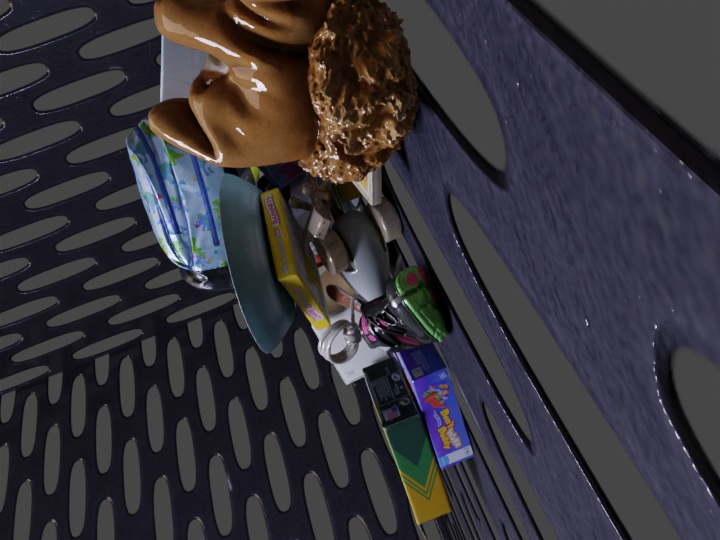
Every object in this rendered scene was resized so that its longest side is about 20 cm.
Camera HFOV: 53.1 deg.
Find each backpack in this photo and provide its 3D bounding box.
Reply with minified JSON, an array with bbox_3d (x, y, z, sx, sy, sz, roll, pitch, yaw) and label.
[{"bbox_3d":[-0.203,-0.095,0.869,0.163,0.151,0.204,-124,35,-65],"label":"backpack"}]

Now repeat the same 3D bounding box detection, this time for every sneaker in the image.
[{"bbox_3d":[-0.133,-0.091,0.983,0.073,0.081,0.201,32,-158,-23],"label":"sneaker"},{"bbox_3d":[0.040,0.053,0.743,0.200,0.082,0.078,79,169,-74],"label":"sneaker"}]

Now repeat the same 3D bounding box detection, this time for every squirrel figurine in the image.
[{"bbox_3d":[-0.036,-0.159,0.476,0.198,0.142,0.188,33,139,8],"label":"squirrel figurine"}]

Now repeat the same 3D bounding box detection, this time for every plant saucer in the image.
[{"bbox_3d":[-0.108,-0.012,0.798,0.200,0.035,0.204,-14,-89,-87],"label":"plant saucer"}]

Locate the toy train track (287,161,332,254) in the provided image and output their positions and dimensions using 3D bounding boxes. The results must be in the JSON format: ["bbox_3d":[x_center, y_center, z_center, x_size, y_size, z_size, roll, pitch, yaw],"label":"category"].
[{"bbox_3d":[-0.062,-0.097,0.808,0.201,0.032,0.116,-106,34,-58],"label":"toy train track"}]

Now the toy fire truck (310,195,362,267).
[{"bbox_3d":[-0.081,-0.048,1.191,0.129,0.197,0.179,-121,11,-72],"label":"toy fire truck"}]

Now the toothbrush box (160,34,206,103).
[{"bbox_3d":[-0.137,-0.243,0.763,0.085,0.144,0.204,168,102,-73],"label":"toothbrush box"}]

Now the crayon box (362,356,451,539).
[{"bbox_3d":[0.064,0.230,0.935,0.127,0.050,0.203,-115,6,-61],"label":"crayon box"}]

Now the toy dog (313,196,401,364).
[{"bbox_3d":[0.000,0.000,0.846,0.096,0.130,0.203,-129,37,-51],"label":"toy dog"}]

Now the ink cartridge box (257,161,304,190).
[{"bbox_3d":[-0.144,-0.217,0.915,0.200,0.076,0.137,46,-167,-40],"label":"ink cartridge box"}]

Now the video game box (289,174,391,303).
[{"bbox_3d":[-0.028,-0.058,0.990,0.182,0.047,0.201,48,-167,-27],"label":"video game box"}]

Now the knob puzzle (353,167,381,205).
[{"bbox_3d":[-0.031,-0.181,0.616,0.219,0.030,0.224,165,91,-74],"label":"knob puzzle"}]

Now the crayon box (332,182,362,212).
[{"bbox_3d":[-0.038,-0.181,0.955,0.202,0.051,0.127,-112,3,-46],"label":"crayon box"}]

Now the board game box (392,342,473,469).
[{"bbox_3d":[0.080,0.138,0.937,0.200,0.044,0.136,-115,6,-65],"label":"board game box"}]

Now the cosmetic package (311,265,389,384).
[{"bbox_3d":[-0.015,0.061,1.029,0.106,0.070,0.201,61,-171,-21],"label":"cosmetic package"}]

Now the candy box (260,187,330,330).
[{"bbox_3d":[-0.072,-0.005,0.839,0.200,0.026,0.104,68,-175,-68],"label":"candy box"}]
